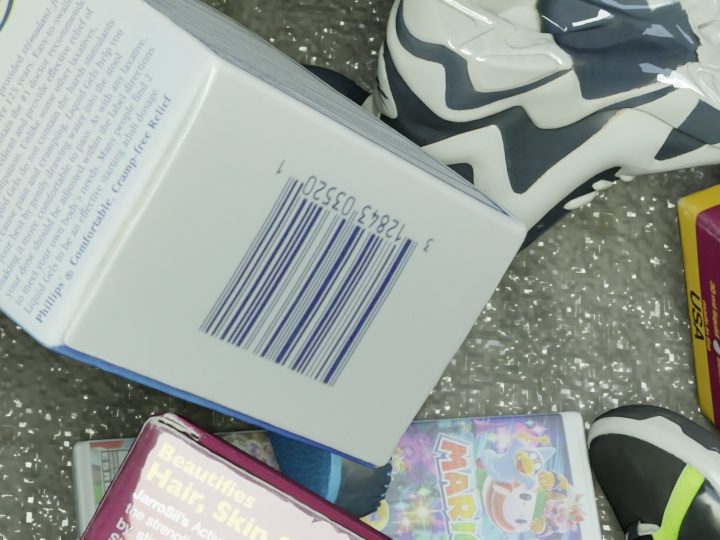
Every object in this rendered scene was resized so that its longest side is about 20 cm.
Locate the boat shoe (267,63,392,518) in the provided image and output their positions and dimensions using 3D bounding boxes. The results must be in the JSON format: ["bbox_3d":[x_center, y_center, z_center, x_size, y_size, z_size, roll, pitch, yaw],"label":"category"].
[{"bbox_3d":[0.000,0.000,1.002,0.068,0.084,0.201,7,58,-21],"label":"boat shoe"}]

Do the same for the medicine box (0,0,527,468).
[{"bbox_3d":[-0.078,-0.041,0.893,0.200,0.182,0.103,36,97,38],"label":"medicine box"}]

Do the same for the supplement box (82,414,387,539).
[{"bbox_3d":[-0.058,0.166,0.877,0.130,0.103,0.201,30,86,4],"label":"supplement box"}]

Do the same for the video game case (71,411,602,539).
[{"bbox_3d":[-0.003,0.127,0.989,0.198,0.018,0.144,-3,67,-12],"label":"video game case"}]

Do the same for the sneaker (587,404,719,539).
[{"bbox_3d":[0.132,0.143,0.978,0.083,0.072,0.201,-29,75,-19],"label":"sneaker"}]

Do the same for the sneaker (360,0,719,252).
[{"bbox_3d":[0.090,-0.057,0.998,0.198,0.130,0.080,2,63,-23],"label":"sneaker"}]

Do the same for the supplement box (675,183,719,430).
[{"bbox_3d":[0.219,0.033,0.967,0.130,0.104,0.200,-19,30,-17],"label":"supplement box"}]
